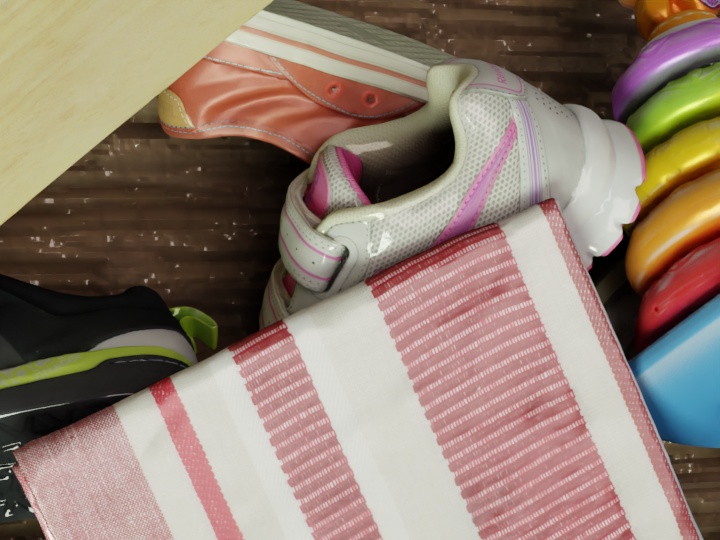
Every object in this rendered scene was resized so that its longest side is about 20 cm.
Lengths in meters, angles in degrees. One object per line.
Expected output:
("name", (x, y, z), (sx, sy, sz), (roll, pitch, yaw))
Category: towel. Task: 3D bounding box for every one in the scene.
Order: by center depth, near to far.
("towel", (0.003, 0.081, 0.846), (0.199, 0.023, 0.145), (-26, 99, -11))

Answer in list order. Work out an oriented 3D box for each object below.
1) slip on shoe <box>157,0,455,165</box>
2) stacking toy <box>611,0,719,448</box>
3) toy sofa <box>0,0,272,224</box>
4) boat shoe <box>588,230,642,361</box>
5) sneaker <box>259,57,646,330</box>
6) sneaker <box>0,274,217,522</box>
("slip on shoe", (0.015, -0.051, 0.945), (0.199, 0.074, 0.061), (17, 103, -22))
("stacking toy", (0.129, -0.047, 0.921), (0.116, 0.110, 0.201), (5, 58, -37))
("toy sofa", (-0.099, -0.089, 0.847), (0.200, 0.098, 0.083), (-40, 131, -8))
("boat shoe", (0.102, 0.029, 0.966), (0.200, 0.075, 0.068), (-44, 97, -20))
("sneaker", (0.000, 0.000, 0.893), (0.200, 0.081, 0.088), (-46, 119, 8))
("sneaker", (-0.147, 0.043, 0.875), (0.199, 0.083, 0.072), (-2, 130, -9))
